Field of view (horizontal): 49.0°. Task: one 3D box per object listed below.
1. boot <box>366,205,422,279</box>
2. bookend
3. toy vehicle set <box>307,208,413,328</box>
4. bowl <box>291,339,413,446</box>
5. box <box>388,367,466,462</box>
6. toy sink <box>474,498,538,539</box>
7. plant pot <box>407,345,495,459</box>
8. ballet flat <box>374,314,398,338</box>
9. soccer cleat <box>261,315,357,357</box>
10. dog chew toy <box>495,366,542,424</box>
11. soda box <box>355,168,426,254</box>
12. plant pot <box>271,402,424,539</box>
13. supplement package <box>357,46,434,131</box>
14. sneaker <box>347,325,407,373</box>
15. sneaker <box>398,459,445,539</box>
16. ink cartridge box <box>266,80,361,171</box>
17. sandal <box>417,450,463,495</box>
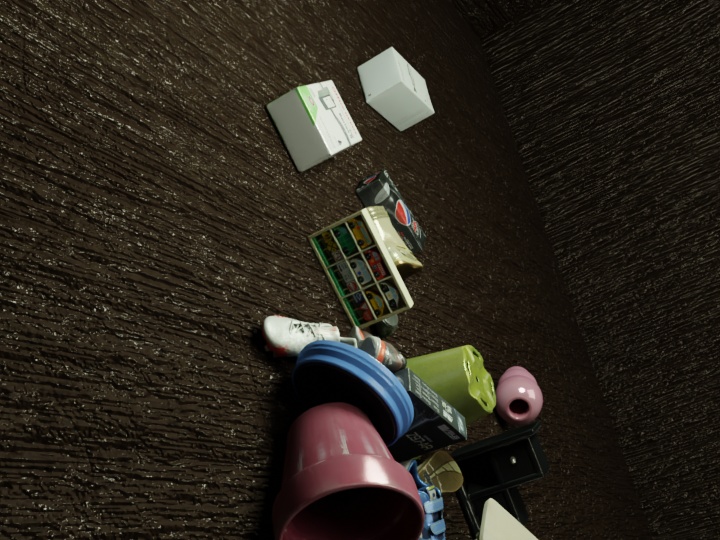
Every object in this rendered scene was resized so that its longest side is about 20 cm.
[{"bbox_3d":[0.063,-0.058,1.725,0.157,0.072,0.200,62,13,13],"label":"boot"},{"bbox_3d":[0.304,0.438,1.610,0.092,0.197,0.202,-5,73,-67],"label":"bookend"},{"bbox_3d":[0.000,0.000,1.471,0.202,0.123,0.027,62,24,-7],"label":"toy vehicle set"},{"bbox_3d":[-0.016,0.190,1.183,0.202,0.199,0.039,55,49,-22],"label":"bowl"},{"bbox_3d":[0.065,0.250,1.331,0.200,0.159,0.044,45,31,-41],"label":"box"},{"bbox_3d":[0.274,0.564,1.510,0.200,0.112,0.131,42,26,-5],"label":"toy sink"},{"bbox_3d":[0.147,0.232,1.490,0.200,0.183,0.202,45,31,-37],"label":"plant pot"},{"bbox_3d":[0.025,0.042,1.599,0.066,0.057,0.202,5,55,-33],"label":"ballet flat"},{"bbox_3d":[-0.080,0.108,1.250,0.200,0.084,0.069,33,40,-52],"label":"soccer cleat"},{"bbox_3d":[0.408,0.313,2.054,0.125,0.124,0.200,60,16,-12],"label":"dog chew toy"},{"bbox_3d":[0.072,-0.126,1.805,0.201,0.070,0.064,56,28,-20],"label":"soda box"},{"bbox_3d":[-0.028,0.290,1.085,0.200,0.199,0.180,47,14,-35],"label":"plant pot"},{"bbox_3d":[0.097,-0.486,2.135,0.199,0.116,0.118,25,46,-56],"label":"supplement package"},{"bbox_3d":[0.022,0.149,1.339,0.081,0.078,0.200,20,-1,-16],"label":"sneaker"},{"bbox_3d":[0.105,0.407,1.313,0.201,0.082,0.074,55,15,19],"label":"sneaker"},{"bbox_3d":[-0.090,-0.298,1.608,0.147,0.083,0.200,62,24,-8],"label":"ink cartridge box"},{"bbox_3d":[0.121,0.394,1.458,0.199,0.054,0.081,-20,80,-52],"label":"sandal"}]
